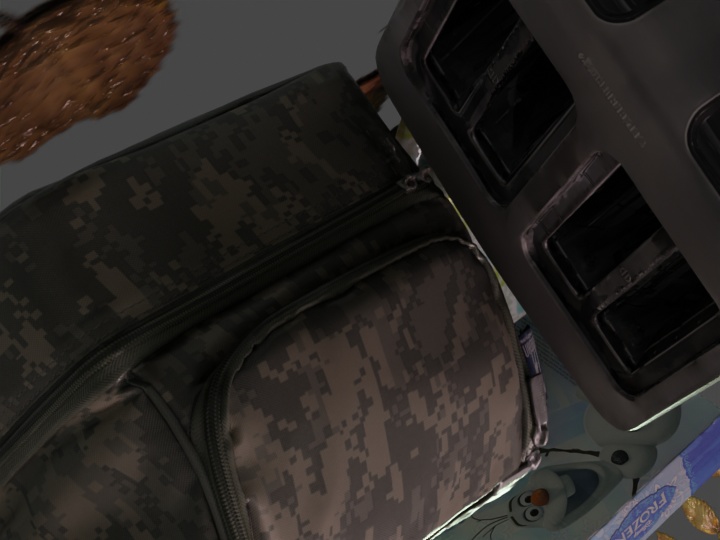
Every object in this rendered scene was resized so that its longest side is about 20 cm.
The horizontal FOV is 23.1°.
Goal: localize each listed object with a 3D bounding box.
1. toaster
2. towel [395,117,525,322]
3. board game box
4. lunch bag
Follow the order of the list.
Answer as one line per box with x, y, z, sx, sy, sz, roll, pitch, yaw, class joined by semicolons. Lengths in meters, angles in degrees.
0.107;-0.059;0.606;0.118;0.182;0.200;-30;172;-18;toaster
0.074;-0.046;0.830;0.171;0.048;0.201;-30;148;-42;towel
0.063;0.104;0.959;0.199;0.200;0.044;-39;135;-15;board game box
-0.038;0.041;0.620;0.199;0.168;0.139;-29;172;-48;lunch bag
